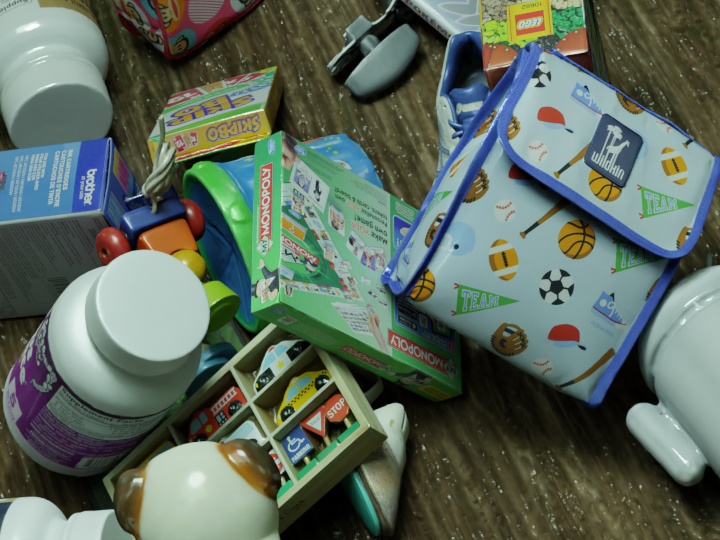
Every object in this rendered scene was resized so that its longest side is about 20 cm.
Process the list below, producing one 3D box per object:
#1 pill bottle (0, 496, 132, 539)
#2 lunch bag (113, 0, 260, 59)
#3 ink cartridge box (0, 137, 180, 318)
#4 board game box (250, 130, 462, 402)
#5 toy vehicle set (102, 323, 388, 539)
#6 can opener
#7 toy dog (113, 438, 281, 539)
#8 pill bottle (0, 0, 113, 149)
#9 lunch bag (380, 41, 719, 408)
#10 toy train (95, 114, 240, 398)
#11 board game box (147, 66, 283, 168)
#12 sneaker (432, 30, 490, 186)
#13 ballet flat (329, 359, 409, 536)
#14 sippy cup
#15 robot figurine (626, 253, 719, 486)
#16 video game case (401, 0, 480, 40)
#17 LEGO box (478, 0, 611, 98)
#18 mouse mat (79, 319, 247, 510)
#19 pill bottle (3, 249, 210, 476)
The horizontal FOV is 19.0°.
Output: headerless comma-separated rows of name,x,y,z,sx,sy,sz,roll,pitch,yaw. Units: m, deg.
pill bottle,-0.264,0.218,1.508,0.199,0.111,0.112,-7,51,11
lunch bag,-0.139,-0.296,1.815,0.176,0.200,0.082,-40,54,-19
ink cartridge box,-0.238,-0.031,1.678,0.199,0.137,0.077,-4,57,13
board game box,0.000,0.000,1.535,0.029,0.200,0.135,-21,56,36
toy vehicle set,-0.085,0.134,1.522,0.200,0.026,0.124,-43,53,11
can opener,0.052,-0.221,1.807,0.200,0.053,0.067,-43,85,-18
toy dog,-0.096,0.212,1.397,0.139,0.194,0.201,-19,70,12
pill bottle,-0.276,-0.191,1.830,0.114,0.115,0.201,-23,50,-2
lunch bag,0.135,-0.034,1.481,0.169,0.124,0.201,31,92,-10
toy train,-0.131,-0.003,1.583,0.084,0.201,0.116,-23,54,-33
board game box,-0.114,-0.123,1.716,0.095,0.030,0.200,-15,18,5
sneaker,0.084,-0.097,1.666,0.075,0.088,0.201,-9,52,7
ballet flat,-0.006,0.105,1.551,0.067,0.068,0.200,-25,51,-13
sippy cup,-0.050,-0.038,1.641,0.130,0.140,0.179,-23,79,-15
robot figurine,0.264,0.076,1.459,0.169,0.113,0.200,-33,51,-2
video game case,0.115,-0.280,1.794,0.182,0.023,0.200,41,71,10
LEGO box,0.144,-0.143,1.610,0.077,0.200,0.150,-9,51,10
mouse mat,-0.148,0.108,1.628,0.160,0.008,0.200,-28,50,-6
pill bottle,-0.178,0.063,1.525,0.112,0.200,0.113,11,61,-21
